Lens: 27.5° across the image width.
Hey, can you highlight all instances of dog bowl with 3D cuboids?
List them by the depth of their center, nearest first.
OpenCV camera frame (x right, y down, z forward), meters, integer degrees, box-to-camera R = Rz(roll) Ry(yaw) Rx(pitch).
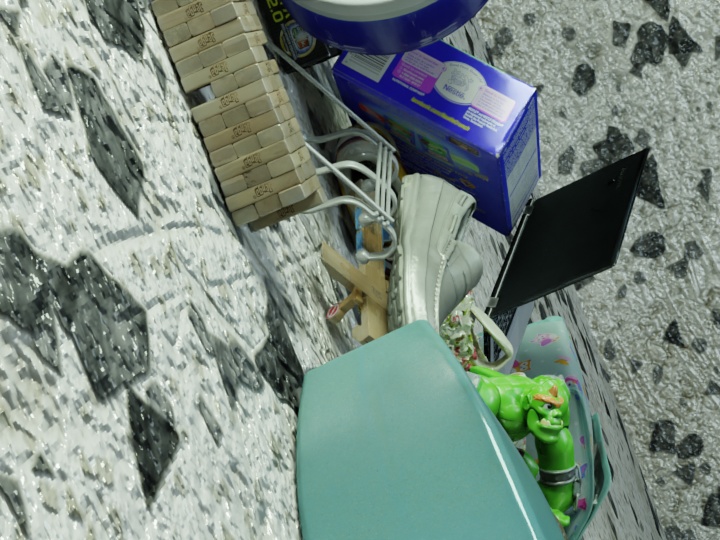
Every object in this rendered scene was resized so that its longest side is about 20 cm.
[{"bbox_3d":[0.016,-0.270,1.127,0.079,0.198,0.202,60,15,-66],"label":"dog bowl"}]

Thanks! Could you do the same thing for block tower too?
[{"bbox_3d":[-0.084,-0.126,0.950,0.058,0.053,0.202,-49,119,-75],"label":"block tower"}]

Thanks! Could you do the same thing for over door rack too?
[{"bbox_3d":[-0.046,-0.108,1.086,0.201,0.066,0.148,51,17,-20],"label":"over door rack"}]

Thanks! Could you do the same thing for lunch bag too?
[{"bbox_3d":[0.193,0.177,1.539,0.171,0.120,0.202,-85,160,-67],"label":"lunch bag"}]

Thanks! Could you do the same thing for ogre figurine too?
[{"bbox_3d":[0.114,0.142,1.183,0.098,0.198,0.122,7,-89,63],"label":"ogre figurine"}]

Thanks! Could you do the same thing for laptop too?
[{"bbox_3d":[0.186,0.015,1.330,0.188,0.115,0.202,-61,154,-49],"label":"laptop"}]

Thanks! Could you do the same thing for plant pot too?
[{"bbox_3d":[0.040,0.146,0.907,0.142,0.140,0.201,54,13,-51],"label":"plant pot"}]

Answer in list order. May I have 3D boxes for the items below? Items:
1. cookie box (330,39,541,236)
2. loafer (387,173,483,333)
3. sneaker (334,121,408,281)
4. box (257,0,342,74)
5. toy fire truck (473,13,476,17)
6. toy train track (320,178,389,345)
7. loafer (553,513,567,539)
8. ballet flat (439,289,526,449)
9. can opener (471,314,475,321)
[{"bbox_3d":[0.073,-0.130,1.316,0.170,0.076,0.200,30,-12,16],"label":"cookie box"},{"bbox_3d":[0.057,-0.002,1.086,0.201,0.069,0.070,-83,-177,-49],"label":"loafer"},{"bbox_3d":[0.033,-0.028,1.274,0.201,0.074,0.090,58,15,-16],"label":"sneaker"},{"bbox_3d":[-0.056,-0.262,1.298,0.200,0.044,0.162,-49,119,-76],"label":"box"},{"bbox_3d":[0.014,-0.284,1.207,0.049,0.198,0.143,36,64,-66],"label":"toy fire truck"},{"bbox_3d":[0.000,0.000,1.136,0.114,0.032,0.201,39,27,-27],"label":"toy train track"},{"bbox_3d":[0.064,0.151,1.073,0.201,0.076,0.068,51,-23,11],"label":"loafer"},{"bbox_3d":[0.108,0.093,1.255,0.201,0.063,0.076,59,14,-27],"label":"ballet flat"},{"bbox_3d":[0.058,0.004,1.403,0.066,0.053,0.201,35,-18,42],"label":"can opener"}]
